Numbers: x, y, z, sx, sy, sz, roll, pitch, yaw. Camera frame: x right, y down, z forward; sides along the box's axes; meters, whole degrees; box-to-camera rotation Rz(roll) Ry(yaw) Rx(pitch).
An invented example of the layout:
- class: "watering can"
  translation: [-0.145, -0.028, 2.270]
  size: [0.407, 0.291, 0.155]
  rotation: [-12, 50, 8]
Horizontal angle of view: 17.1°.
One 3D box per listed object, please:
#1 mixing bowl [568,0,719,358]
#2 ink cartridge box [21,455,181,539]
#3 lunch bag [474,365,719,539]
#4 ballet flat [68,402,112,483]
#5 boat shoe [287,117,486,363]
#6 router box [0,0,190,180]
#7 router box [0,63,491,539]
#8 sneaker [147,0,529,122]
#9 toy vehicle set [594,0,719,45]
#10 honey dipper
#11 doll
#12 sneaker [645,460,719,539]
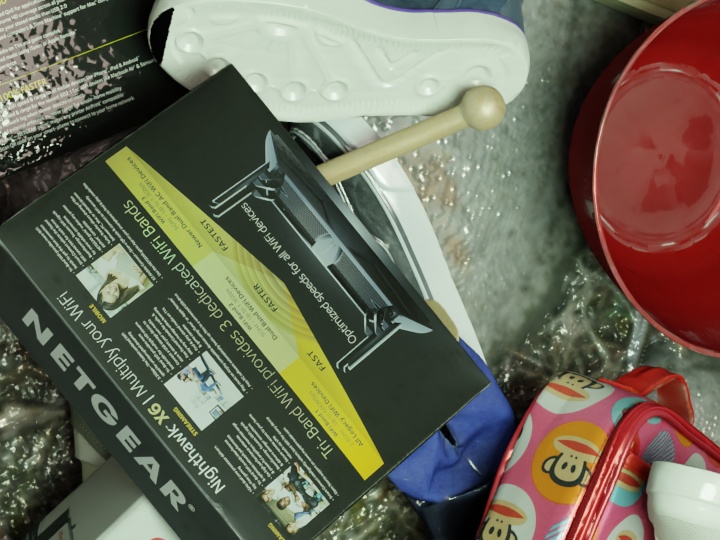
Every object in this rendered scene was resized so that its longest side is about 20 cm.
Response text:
- class: "mixing bowl"
  translation: [0.189, -0.057, 1.308]
  size: [0.200, 0.108, 0.200]
  rotation: [-3, 98, -24]
- class: "ink cartridge box"
  translation: [-0.121, 0.197, 1.169]
  size: [0.200, 0.083, 0.147]
  rotation: [-42, 111, 9]
- class: "lunch bag"
  translation: [0.137, 0.137, 1.280]
  size: [0.200, 0.082, 0.176]
  rotation: [35, 76, -57]
- class: "ballet flat"
  translation: [-0.103, 0.125, 1.217]
  size: [0.064, 0.067, 0.200]
  rotation: [-40, 110, -10]
- class: "boat shoe"
  translation: [0.000, 0.000, 1.253]
  size: [0.068, 0.072, 0.200]
  rotation: [-33, 115, -20]
- class: "router box"
  translation: [-0.191, -0.117, 1.160]
  size: [0.200, 0.051, 0.149]
  rotation: [-23, 102, -21]
- class: "router box"
  translation: [-0.060, 0.026, 1.111]
  size: [0.157, 0.052, 0.200]
  rotation: [-38, 88, -33]
- class: "sneaker"
  translation: [-0.015, -0.151, 1.216]
  size: [0.200, 0.147, 0.081]
  rotation: [4, 135, -16]
- class: "toy vehicle set"
  translation: [0.215, -0.188, 1.354]
  size: [0.200, 0.027, 0.124]
  rotation: [18, 87, -25]
- class: "honey dipper"
  translation: [-0.020, -0.046, 1.196]
  size: [0.200, 0.038, 0.038]
  rotation: [-22, 106, 14]
- class: "doll"
  translation: [0.061, 0.099, 1.259]
  size: [0.136, 0.048, 0.200]
  rotation: [-44, 137, -13]
- class: "sneaker"
  translation: [0.180, 0.174, 1.217]
  size: [0.200, 0.074, 0.116]
  rotation: [45, 64, -57]
